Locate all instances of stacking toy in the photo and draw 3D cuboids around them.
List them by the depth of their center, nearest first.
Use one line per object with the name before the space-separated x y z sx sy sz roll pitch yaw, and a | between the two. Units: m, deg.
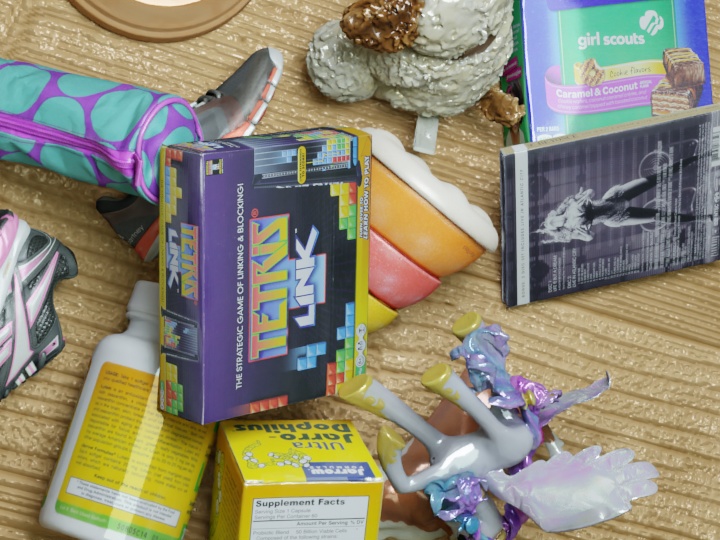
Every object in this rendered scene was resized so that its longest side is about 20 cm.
stacking toy | 0.000 0.000 1.610 0.146 0.146 0.200 39 93 -10

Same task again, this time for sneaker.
sneaker | -0.270 0.060 1.542 0.086 0.080 0.201 21 86 -24
sneaker | -0.136 -0.107 1.593 0.082 0.077 0.201 36 77 -4

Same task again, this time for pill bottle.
pill bottle | -0.164 0.116 1.548 0.110 0.111 0.201 20 81 -14

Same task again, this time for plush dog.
plush dog | 0.068 -0.198 1.586 0.200 0.172 0.160 -42 74 -14

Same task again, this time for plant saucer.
plant saucer | -0.161 -0.285 1.617 0.199 0.037 0.202 1 85 -16

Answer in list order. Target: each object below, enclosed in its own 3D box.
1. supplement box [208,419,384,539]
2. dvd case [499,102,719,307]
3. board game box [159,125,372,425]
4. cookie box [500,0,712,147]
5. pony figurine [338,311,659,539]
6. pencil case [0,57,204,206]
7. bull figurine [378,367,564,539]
supplement box | -0.055 0.225 1.537 0.108 0.110 0.201 1 110 -16
dvd case | 0.210 -0.054 1.668 0.199 0.016 0.150 -13 125 -12
board game box | -0.069 0.000 1.497 0.165 0.057 0.201 -11 108 -42
cookie box | 0.202 -0.192 1.693 0.170 0.075 0.202 -4 87 -17
pony figurine | 0.107 0.133 1.544 0.192 0.167 0.200 -30 117 8
pencil case | -0.216 -0.106 1.513 0.092 0.199 0.086 -26 124 -55
bull figurine | 0.071 0.168 1.637 0.121 0.065 0.200 44 78 -13
